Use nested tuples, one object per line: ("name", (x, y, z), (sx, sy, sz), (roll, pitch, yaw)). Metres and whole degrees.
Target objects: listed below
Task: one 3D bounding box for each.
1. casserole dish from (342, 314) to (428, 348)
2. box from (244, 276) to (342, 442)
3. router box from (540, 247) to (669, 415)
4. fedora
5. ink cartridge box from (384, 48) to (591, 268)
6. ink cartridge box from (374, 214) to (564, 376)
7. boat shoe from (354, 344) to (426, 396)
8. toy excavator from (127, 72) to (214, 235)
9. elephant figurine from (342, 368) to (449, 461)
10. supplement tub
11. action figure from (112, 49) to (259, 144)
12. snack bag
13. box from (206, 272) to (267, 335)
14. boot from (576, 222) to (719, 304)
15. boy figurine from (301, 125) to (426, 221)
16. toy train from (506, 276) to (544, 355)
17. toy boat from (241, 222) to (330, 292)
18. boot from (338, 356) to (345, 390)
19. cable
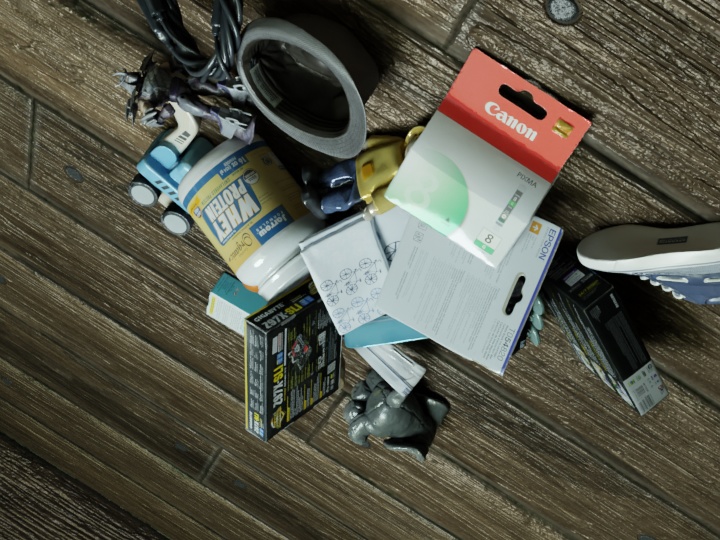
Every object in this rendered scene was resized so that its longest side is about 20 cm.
("casserole dish", (0.061, 0.061, 1.524), (0.199, 0.121, 0.039), (-10, 110, 24))
("box", (-0.093, 0.121, 1.505), (0.049, 0.159, 0.201), (29, 133, 32))
("router box", (0.298, 0.072, 1.350), (0.200, 0.051, 0.149), (55, 176, -32))
("fedora", (-0.050, -0.234, 1.260), (0.199, 0.090, 0.178), (26, 146, 25))
("ink cartridge box", (0.141, -0.123, 1.211), (0.160, 0.050, 0.201), (33, 125, 3))
("ink cartridge box", (0.136, -0.001, 1.321), (0.199, 0.201, 0.041), (29, -166, 28))
("boat shoe", (0.023, 0.108, 1.682), (0.200, 0.065, 0.074), (45, -179, 15))
("toy excavator", (-0.257, -0.175, 1.528), (0.194, 0.100, 0.200), (41, 133, -18))
("elephant figurine", (0.082, 0.257, 1.801), (0.199, 0.155, 0.142), (34, 106, -24))
("supplement tub", (-0.139, -0.071, 1.456), (0.200, 0.144, 0.145), (52, 147, 5))
("action figure", (-0.225, -0.233, 1.388), (0.198, 0.131, 0.069), (14, 160, -2))
("snack bag", (0.032, -0.015, 1.424), (0.021, 0.199, 0.189), (60, 174, 44))
("box", (-0.164, 0.087, 1.823), (0.199, 0.049, 0.082), (30, 148, 3))
("boot", (0.356, 0.000, 1.250), (0.199, 0.073, 0.091), (0, 130, 39))
("boy figurine", (0.022, -0.120, 1.329), (0.199, 0.125, 0.064), (-17, 144, 30))
("toy train", (0.187, 0.043, 1.416), (0.114, 0.085, 0.200), (61, 173, 26))
("toy boat", (-0.134, -0.025, 1.573), (0.199, 0.131, 0.131), (27, 147, 7))
("boot", (-0.090, 0.082, 1.669), (0.201, 0.072, 0.167), (61, -177, -32))
("cable", (-0.191, -0.318, 1.257), (0.163, 0.051, 0.201), (-36, 80, 43))
